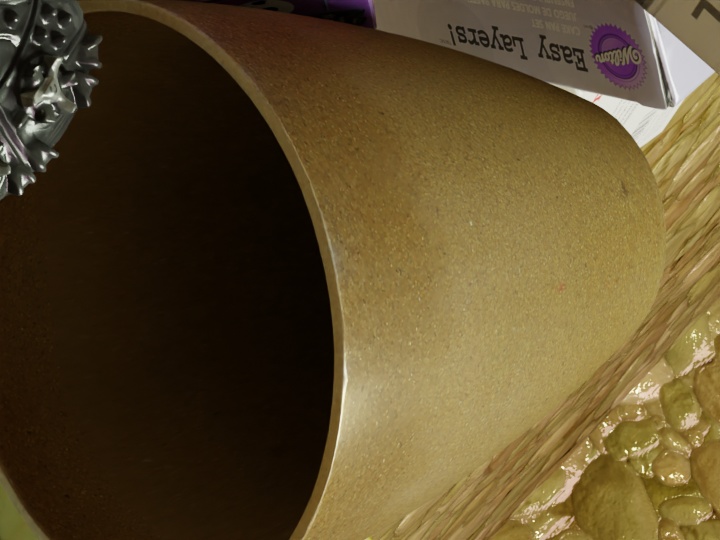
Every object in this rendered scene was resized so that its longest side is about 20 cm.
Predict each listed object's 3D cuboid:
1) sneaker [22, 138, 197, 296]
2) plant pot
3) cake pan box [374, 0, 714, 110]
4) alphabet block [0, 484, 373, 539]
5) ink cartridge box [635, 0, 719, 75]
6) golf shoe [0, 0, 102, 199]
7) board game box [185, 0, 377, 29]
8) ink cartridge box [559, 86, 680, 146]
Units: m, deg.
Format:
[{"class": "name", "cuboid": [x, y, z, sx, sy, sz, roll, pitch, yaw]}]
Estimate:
[{"class": "sneaker", "cuboid": [-0.121, 0.002, 0.930, 0.200, 0.084, 0.074, -46, -165, 1]}, {"class": "plant pot", "cuboid": [0.000, 0.000, 0.875, 0.200, 0.187, 0.187, -10, 144, -44]}, {"class": "cake pan box", "cuboid": [0.099, -0.139, 1.031, 0.184, 0.200, 0.052, -40, 127, -28]}, {"class": "alphabet block", "cuboid": [-0.100, 0.152, 1.062, 0.200, 0.195, 0.196, -51, 154, -7]}, {"class": "ink cartridge box", "cuboid": [0.119, -0.150, 0.789, 0.084, 0.200, 0.145, -34, 162, -46]}, {"class": "golf shoe", "cuboid": [-0.166, -0.031, 0.728, 0.200, 0.078, 0.094, -31, -156, -24]}, {"class": "board game box", "cuboid": [-0.061, -0.103, 0.803, 0.120, 0.032, 0.200, -12, 167, 2]}, {"class": "ink cartridge box", "cuboid": [0.107, -0.106, 1.376, 0.200, 0.083, 0.147, -35, 163, -45]}]
